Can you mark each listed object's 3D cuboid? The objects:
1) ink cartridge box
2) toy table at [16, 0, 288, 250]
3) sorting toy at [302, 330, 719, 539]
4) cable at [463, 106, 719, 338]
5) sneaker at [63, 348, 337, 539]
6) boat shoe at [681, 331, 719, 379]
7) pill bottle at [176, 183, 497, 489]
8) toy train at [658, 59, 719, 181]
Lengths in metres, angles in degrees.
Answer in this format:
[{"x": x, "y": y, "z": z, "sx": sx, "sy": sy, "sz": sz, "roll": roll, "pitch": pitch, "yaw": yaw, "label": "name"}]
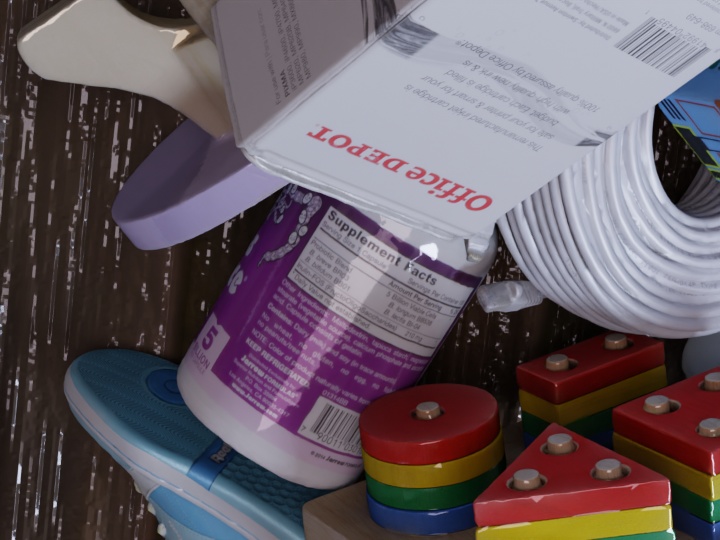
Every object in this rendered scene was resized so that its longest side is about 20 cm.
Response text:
[{"x": 0.057, "y": -0.109, "z": 0.743, "sx": 0.145, "sy": 0.085, "sz": 0.200, "roll": 19, "pitch": 134, "yaw": -42, "label": "ink cartridge box"}, {"x": -0.061, "y": -0.114, "z": 0.878, "sx": 0.199, "sy": 0.184, "sz": 0.118, "roll": -39, "pitch": 114, "yaw": -6, "label": "toy table"}, {"x": 0.099, "y": 0.095, "z": 0.851, "sx": 0.197, "sy": 0.199, "sz": 0.070, "roll": -18, "pitch": 111, "yaw": -27, "label": "sorting toy"}, {"x": 0.151, "y": -0.068, "z": 0.881, "sx": 0.198, "sy": 0.069, "sz": 0.202, "roll": 4, "pitch": 97, "yaw": -33, "label": "cable"}, {"x": -0.090, "y": 0.140, "z": 0.970, "sx": 0.199, "sy": 0.079, "sz": 0.131, "roll": 35, "pitch": 123, "yaw": 16, "label": "sneaker"}, {"x": 0.252, "y": 0.006, "z": 0.942, "sx": 0.200, "sy": 0.071, "sz": 0.064, "roll": -41, "pitch": 130, "yaw": 1, "label": "boat shoe"}, {"x": 0.000, "y": 0.000, "z": 0.921, "sx": 0.112, "sy": 0.112, "sz": 0.201, "roll": 31, "pitch": 100, "yaw": -4, "label": "pill bottle"}, {"x": 0.223, "y": -0.046, "z": 0.824, "sx": 0.200, "sy": 0.114, "sz": 0.087, "roll": 44, "pitch": 79, "yaw": -32, "label": "toy train"}]
